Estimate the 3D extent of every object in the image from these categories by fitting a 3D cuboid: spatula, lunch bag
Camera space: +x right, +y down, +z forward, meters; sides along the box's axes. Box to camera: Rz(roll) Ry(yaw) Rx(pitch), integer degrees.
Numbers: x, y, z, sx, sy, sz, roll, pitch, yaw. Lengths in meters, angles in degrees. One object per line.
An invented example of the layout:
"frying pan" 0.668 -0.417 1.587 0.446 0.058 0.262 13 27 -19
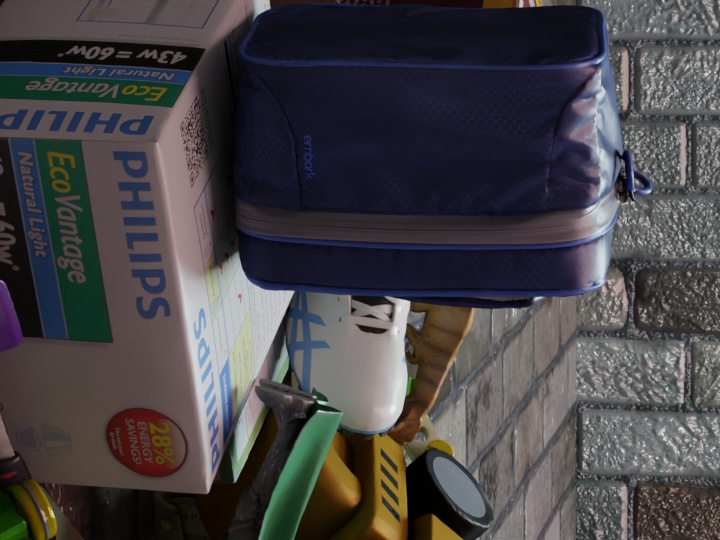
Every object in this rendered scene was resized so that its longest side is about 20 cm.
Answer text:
"spatula" -0.171 0.072 1.113 0.021 0.056 0.201 -106 -176 -46
"lunch bag" 0.040 -0.051 1.150 0.136 0.198 0.133 -68 159 -70

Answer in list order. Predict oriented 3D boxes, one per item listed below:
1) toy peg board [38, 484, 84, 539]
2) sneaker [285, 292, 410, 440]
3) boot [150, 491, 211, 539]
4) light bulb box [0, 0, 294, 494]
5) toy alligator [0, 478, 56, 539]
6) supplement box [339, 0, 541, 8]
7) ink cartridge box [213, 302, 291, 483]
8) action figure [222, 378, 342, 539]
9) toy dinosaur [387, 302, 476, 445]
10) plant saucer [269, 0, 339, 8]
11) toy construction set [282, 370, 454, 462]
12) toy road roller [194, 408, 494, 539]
"toy peg board" -0.124 0.240 1.238 0.199 0.097 0.201 69 25 -60
"sneaker" 0.000 0.000 1.337 0.073 0.071 0.201 116 -20 -52
"boot" -0.083 0.206 1.394 0.200 0.072 0.157 -103 -170 -66
"light bulb box" -0.117 -0.029 1.184 0.200 0.124 0.199 -68 156 -56
"toy alligator" -0.163 0.161 1.127 0.054 0.059 0.201 21 -47 58
"supplement box" 0.011 -0.112 1.578 0.133 0.198 0.198 71 24 -56
"ink cartridge box" -0.096 0.039 1.330 0.200 0.103 0.060 -68 156 -59
"action figure" -0.061 0.156 1.201 0.118 0.054 0.201 -20 126 -88
"toy dinosaur" 0.056 0.004 1.385 0.106 0.060 0.201 -130 -125 -66
"plant saucer" -0.072 -0.102 1.301 0.034 0.200 0.202 -31 128 -37
"toy construction set" -0.013 0.049 1.469 0.201 0.130 0.093 -96 -167 -45
"toy road roller" -0.017 0.159 1.308 0.146 0.123 0.200 40 22 -20
